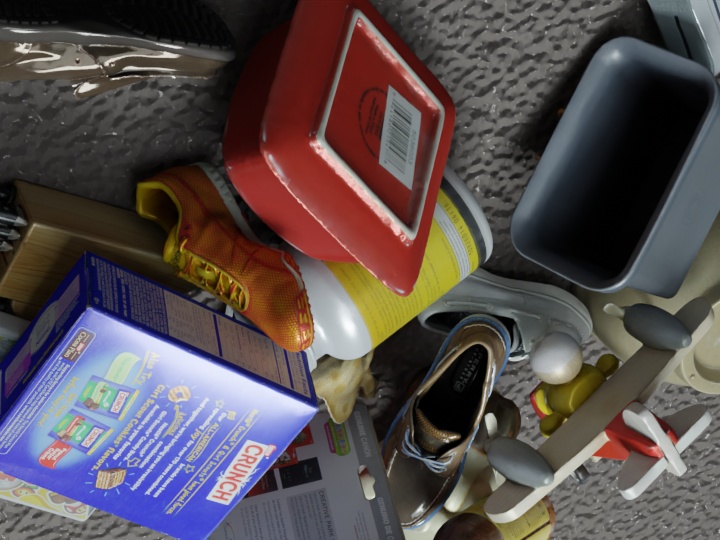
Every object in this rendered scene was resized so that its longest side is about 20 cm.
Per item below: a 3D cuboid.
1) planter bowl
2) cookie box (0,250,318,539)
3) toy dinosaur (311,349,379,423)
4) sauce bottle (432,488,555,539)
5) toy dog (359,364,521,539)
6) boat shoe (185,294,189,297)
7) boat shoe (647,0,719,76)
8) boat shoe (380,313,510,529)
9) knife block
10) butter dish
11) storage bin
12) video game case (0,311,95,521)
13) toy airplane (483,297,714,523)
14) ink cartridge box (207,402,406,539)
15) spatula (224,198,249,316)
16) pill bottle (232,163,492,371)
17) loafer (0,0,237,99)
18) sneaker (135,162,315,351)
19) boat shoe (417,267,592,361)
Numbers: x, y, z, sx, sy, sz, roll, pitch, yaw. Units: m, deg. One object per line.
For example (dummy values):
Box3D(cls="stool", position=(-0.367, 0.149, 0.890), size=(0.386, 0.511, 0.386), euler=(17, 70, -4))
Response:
Box3D(cls="planter bowl", position=(0.309, 0.026, 1.643), size=(0.199, 0.135, 0.201), euler=(-14, 130, -17))
Box3D(cls="cookie box", position=(-0.161, 0.101, 1.362), size=(0.200, 0.075, 0.171), euler=(27, 119, -27))
Box3D(cls="toy dinosaur", position=(-0.020, 0.079, 1.529), size=(0.200, 0.058, 0.102), euler=(-3, 99, -62))
Box3D(cls="sauce bottle", position=(0.096, 0.228, 1.513), size=(0.200, 0.066, 0.066), euler=(-15, 138, -59))
Box3D(cls="toy dog", position=(0.083, 0.186, 1.651), size=(0.193, 0.139, 0.201), euler=(-23, 133, -34))
Box3D(cls="boat shoe", position=(-0.206, 0.098, 1.487), size=(0.200, 0.066, 0.070), euler=(-40, 131, 6))
Box3D(cls="boat shoe", position=(0.260, -0.249, 1.469), size=(0.067, 0.073, 0.200), euler=(-48, 136, -24))
Box3D(cls="boat shoe", position=(0.061, 0.131, 1.525), size=(0.072, 0.072, 0.201), euler=(23, 102, 7))
Box3D(cls="knife block", position=(-0.236, -0.028, 1.379), size=(0.199, 0.064, 0.176), euler=(-24, 132, -7))
Box3D(cls="butter dish", position=(-0.039, -0.096, 1.377), size=(0.147, 0.201, 0.199), euler=(-13, 138, 35))
Box3D(cls="storage bin", position=(0.231, -0.075, 1.529), size=(0.134, 0.145, 0.201), euler=(24, 94, -53))
Box3D(cls="video game case", position=(-0.263, 0.115, 1.428), size=(0.199, 0.023, 0.182), euler=(21, 128, -27))
Box3D(cls="toy airplane", position=(0.195, 0.111, 1.516), size=(0.199, 0.200, 0.141), euler=(-34, 101, 34))
Box3D(cls="ink cartridge box", position=(-0.053, 0.224, 1.548), size=(0.175, 0.200, 0.084), euler=(-15, 130, -1))
Box3D(cls="spatula", position=(-0.112, 0.041, 1.468), size=(0.056, 0.020, 0.201), euler=(11, 92, -66))
Box3D(cls="pill bottle", position=(0.000, 0.000, 1.460), size=(0.200, 0.112, 0.112), euler=(-37, 133, -15))
Box3D(cls="loafer", position=(-0.188, -0.163, 1.308), size=(0.199, 0.073, 0.071), euler=(4, 133, -23))
Box3D(cls="sneaker", position=(-0.103, -0.002, 1.373), size=(0.077, 0.200, 0.073), euler=(-22, 140, -30))
Box3D(cls="boat shoe", position=(0.127, 0.044, 1.596), size=(0.200, 0.069, 0.072), euler=(24, 133, -36))
